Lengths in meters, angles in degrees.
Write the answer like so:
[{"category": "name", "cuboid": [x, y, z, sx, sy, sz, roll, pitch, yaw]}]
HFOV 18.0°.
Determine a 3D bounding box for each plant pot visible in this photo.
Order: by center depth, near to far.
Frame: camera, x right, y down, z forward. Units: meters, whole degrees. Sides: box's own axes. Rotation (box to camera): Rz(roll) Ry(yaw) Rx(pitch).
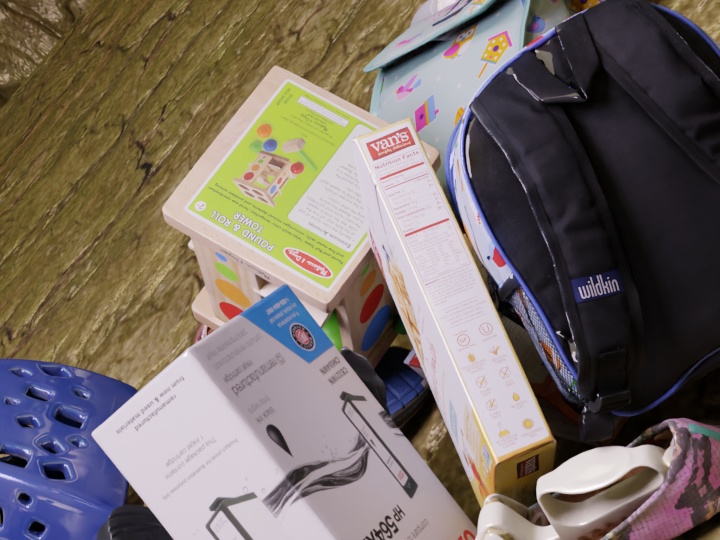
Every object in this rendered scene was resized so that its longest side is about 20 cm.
[{"category": "plant pot", "cuboid": [-0.290, 0.176, 1.718, 0.201, 0.179, 0.200, -60, 15, 23]}]

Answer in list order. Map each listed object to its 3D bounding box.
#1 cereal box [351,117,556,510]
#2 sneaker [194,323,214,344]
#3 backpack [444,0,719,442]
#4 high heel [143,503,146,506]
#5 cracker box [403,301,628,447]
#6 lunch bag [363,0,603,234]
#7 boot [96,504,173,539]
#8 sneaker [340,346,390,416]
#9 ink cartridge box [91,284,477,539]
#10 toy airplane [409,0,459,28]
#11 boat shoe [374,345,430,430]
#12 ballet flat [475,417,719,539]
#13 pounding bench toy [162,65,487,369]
[{"category": "cereal box", "cuboid": [0.050, 0.034, 1.242, 0.039, 0.201, 0.144, -21, -23, -5]}, {"category": "sneaker", "cuboid": [-0.095, 0.069, 1.576, 0.201, 0.108, 0.067, 7, 48, 42]}, {"category": "backpack", "cuboid": [0.140, -0.039, 1.188, 0.200, 0.191, 0.154, -32, 3, -11]}, {"category": "high heel", "cuboid": [-0.152, 0.166, 1.663, 0.143, 0.071, 0.200, -50, 26, -14]}, {"category": "cracker box", "cuboid": [0.120, 0.027, 1.355, 0.134, 0.058, 0.200, -54, 20, -10]}, {"category": "lunch bag", "cuboid": [0.089, -0.121, 1.544, 0.170, 0.122, 0.201, -28, 47, 44]}, {"category": "boot", "cuboid": [-0.149, 0.267, 1.457, 0.163, 0.073, 0.199, -59, 44, 34]}, {"category": "sneaker", "cuboid": [-0.038, 0.148, 1.402, 0.200, 0.104, 0.060, -43, 23, 17]}, {"category": "ink cartridge box", "cuboid": [-0.031, 0.124, 1.241, 0.084, 0.200, 0.146, -40, -1, 24]}, {"category": "toy airplane", "cuboid": [0.104, -0.241, 1.718, 0.199, 0.141, 0.200, -35, 30, 20]}, {"category": "boat shoe", "cuboid": [-0.038, 0.120, 1.481, 0.199, 0.073, 0.072, -29, 47, -18]}, {"category": "ballet flat", "cuboid": [0.107, 0.131, 1.168, 0.200, 0.071, 0.069, -38, 35, 30]}, {"category": "pounding bench toy", "cuboid": [0.000, 0.000, 1.428, 0.124, 0.199, 0.156, -54, -21, -22]}]
